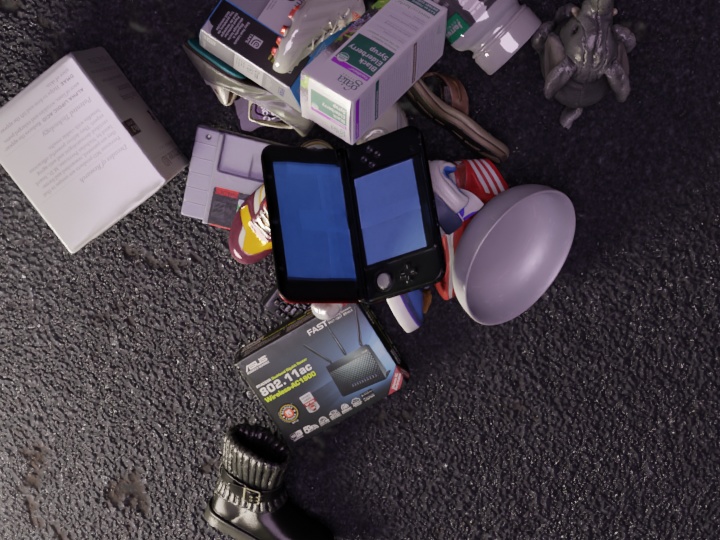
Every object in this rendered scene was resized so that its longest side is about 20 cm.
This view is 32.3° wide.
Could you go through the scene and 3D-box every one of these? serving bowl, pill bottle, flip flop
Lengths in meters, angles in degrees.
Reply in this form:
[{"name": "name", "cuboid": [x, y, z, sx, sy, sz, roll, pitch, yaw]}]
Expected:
[{"name": "serving bowl", "cuboid": [0.190, -0.030, 1.630, 0.066, 0.199, 0.201, 37, 107, 37]}, {"name": "pill bottle", "cuboid": [0.129, -0.353, 1.574, 0.200, 0.113, 0.113, 45, 102, -6]}, {"name": "flip flop", "cuboid": [0.122, -0.217, 1.630, 0.199, 0.081, 0.058, 38, 86, -6]}]

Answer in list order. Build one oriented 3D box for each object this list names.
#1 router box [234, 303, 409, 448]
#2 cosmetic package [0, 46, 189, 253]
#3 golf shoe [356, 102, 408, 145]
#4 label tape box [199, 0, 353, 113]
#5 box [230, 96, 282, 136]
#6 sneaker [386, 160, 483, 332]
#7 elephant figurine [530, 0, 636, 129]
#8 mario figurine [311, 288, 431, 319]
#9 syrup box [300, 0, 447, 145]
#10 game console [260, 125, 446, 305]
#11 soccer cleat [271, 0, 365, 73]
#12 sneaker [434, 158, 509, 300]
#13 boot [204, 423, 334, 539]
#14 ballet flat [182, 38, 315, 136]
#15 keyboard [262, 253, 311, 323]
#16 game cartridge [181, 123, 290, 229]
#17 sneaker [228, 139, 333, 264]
[{"name": "router box", "cuboid": [-0.052, 0.132, 1.719, 0.199, 0.062, 0.151, -30, 104, 11]}, {"name": "cosmetic package", "cuboid": [-0.358, -0.161, 1.628, 0.164, 0.165, 0.201, -36, 99, 11]}, {"name": "golf shoe", "cuboid": [0.036, -0.152, 1.625, 0.078, 0.097, 0.201, -25, 108, 13]}, {"name": "label tape box", "cuboid": [-0.082, -0.295, 1.567, 0.199, 0.066, 0.144, 33, 77, 0]}, {"name": "box", "cuboid": [-0.091, -0.278, 1.648, 0.198, 0.036, 0.144, -19, 101, 10]}, {"name": "sneaker", "cuboid": [0.090, -0.038, 1.546, 0.145, 0.081, 0.202, -18, 79, 11]}, {"name": "elephant figurine", "cuboid": [0.277, -0.267, 1.538, 0.141, 0.200, 0.156, -35, 99, 11]}, {"name": "mario figurine", "cuboid": [0.000, 0.000, 1.617, 0.198, 0.124, 0.106, 11, 147, -4]}, {"name": "syrup box", "cuboid": [0.017, -0.253, 1.517, 0.078, 0.200, 0.082, 32, 149, 20]}, {"name": "game console", "cuboid": [-0.008, -0.070, 1.479, 0.171, 0.118, 0.202, -18, 72, 28]}, {"name": "soccer cleat", "cuboid": [-0.037, -0.315, 1.514, 0.077, 0.069, 0.201, 33, 73, -7]}, {"name": "sneaker", "cuboid": [0.153, -0.056, 1.661, 0.114, 0.079, 0.202, -11, 126, -15]}, {"name": "boot", "cuboid": [-0.112, 0.319, 1.751, 0.209, 0.080, 0.159, 22, 115, -1]}, {"name": "ballet flat", "cuboid": [-0.148, -0.231, 1.613, 0.199, 0.067, 0.064, 25, 112, -2]}, {"name": "keyboard", "cuboid": [-0.067, -0.021, 1.714, 0.127, 0.021, 0.200, 38, 102, -5]}, {"name": "game cartridge", "cuboid": [-0.133, -0.109, 1.665, 0.198, 0.038, 0.131, 14, 104, -1]}, {"name": "sneaker", "cuboid": [-0.107, -0.083, 1.608, 0.075, 0.090, 0.200, 36, 106, -8]}]
